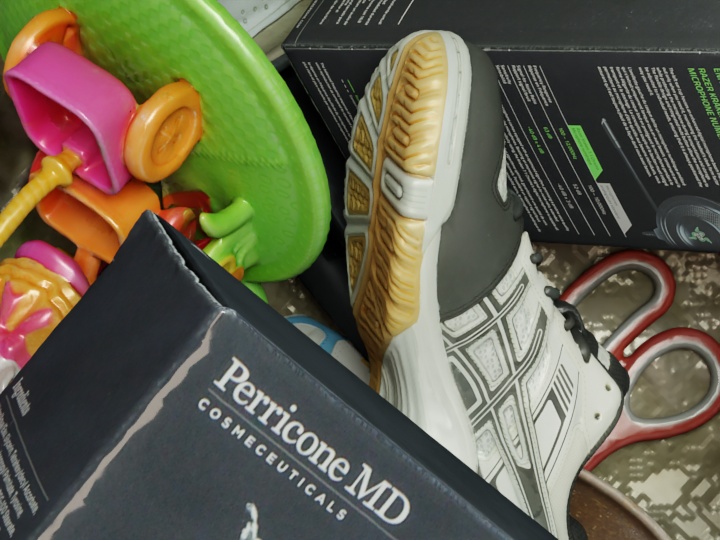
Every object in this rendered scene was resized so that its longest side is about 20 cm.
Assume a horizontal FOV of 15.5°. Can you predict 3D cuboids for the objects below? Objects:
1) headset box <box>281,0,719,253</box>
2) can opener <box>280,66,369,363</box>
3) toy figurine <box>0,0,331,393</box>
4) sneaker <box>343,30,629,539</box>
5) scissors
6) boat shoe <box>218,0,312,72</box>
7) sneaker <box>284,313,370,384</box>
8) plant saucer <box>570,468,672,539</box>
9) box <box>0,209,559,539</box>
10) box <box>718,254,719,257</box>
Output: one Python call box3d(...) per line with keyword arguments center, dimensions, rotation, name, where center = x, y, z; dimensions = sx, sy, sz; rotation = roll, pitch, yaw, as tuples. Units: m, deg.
box3d(center=(0.106, -0.099, 0.877), dimensions=(0.199, 0.093, 0.175), rotation=(3, 49, 38), name="headset box")
box3d(center=(0.000, 0.000, 0.949), dimensions=(0.078, 0.063, 0.200), rotation=(-30, 71, -31), name="can opener")
box3d(center=(-0.122, 0.016, 0.853), dimensions=(0.150, 0.201, 0.184), rotation=(32, 60, 23), name="toy figurine")
box3d(center=(0.043, 0.018, 0.846), dimensions=(0.087, 0.076, 0.201), rotation=(-4, 112, -10), name="sneaker")
box3d(center=(0.058, 0.081, 0.989), dimensions=(0.073, 0.014, 0.200), rotation=(44, 88, 0), name="scissors")
box3d(center=(-0.011, -0.118, 0.944), dimensions=(0.200, 0.060, 0.076), rotation=(-39, 131, -20), name="boat shoe")
box3d(center=(-0.062, 0.104, 0.955), dimensions=(0.081, 0.077, 0.200), rotation=(43, 76, 13), name="sneaker")
box3d(center=(0.030, 0.157, 0.904), dimensions=(0.199, 0.037, 0.202), rotation=(0, 88, -5), name="plant saucer")
box3d(center=(-0.040, 0.127, 0.756), dimensions=(0.200, 0.124, 0.197), rotation=(39, 91, -20), name="box")
box3d(center=(0.200, 0.000, 0.950), dimensions=(0.099, 0.095, 0.200), rotation=(-36, 88, -2), name="box")
